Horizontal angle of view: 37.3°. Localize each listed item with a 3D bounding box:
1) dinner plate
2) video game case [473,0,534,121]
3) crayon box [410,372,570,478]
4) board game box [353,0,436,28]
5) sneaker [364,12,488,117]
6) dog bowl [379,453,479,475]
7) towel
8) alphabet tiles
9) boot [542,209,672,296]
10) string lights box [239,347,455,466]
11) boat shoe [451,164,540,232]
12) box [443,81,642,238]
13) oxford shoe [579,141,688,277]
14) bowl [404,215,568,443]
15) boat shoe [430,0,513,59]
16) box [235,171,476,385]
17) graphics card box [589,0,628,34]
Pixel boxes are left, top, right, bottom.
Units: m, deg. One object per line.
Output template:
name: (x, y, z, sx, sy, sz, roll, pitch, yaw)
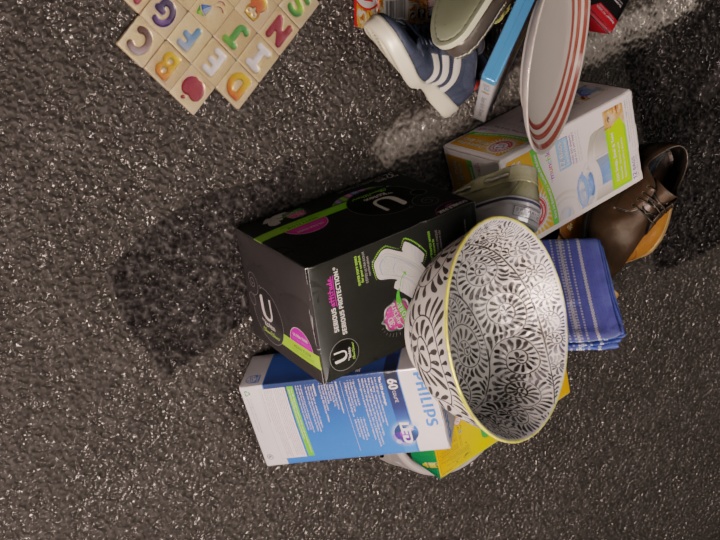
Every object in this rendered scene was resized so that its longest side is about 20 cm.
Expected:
dinner plate: (0.189, -0.217, 1.055, 0.200, 0.024, 0.203, 14, 90, -69)
video game case: (0.155, -0.236, 1.085, 0.018, 0.200, 0.145, 25, 89, 5)
crayon box: (0.137, 0.124, 1.182, 0.199, 0.058, 0.120, -28, 119, -24)
board game box: (0.065, -0.349, 1.058, 0.150, 0.046, 0.203, -13, 112, -30)
sneaker: (0.073, -0.221, 1.046, 0.084, 0.075, 0.200, -40, 161, 13)
dog bowl: (0.091, 0.143, 1.231, 0.198, 0.058, 0.203, -11, 112, -30)
towel: (0.180, 0.022, 1.163, 0.197, 0.146, 0.024, -1, 144, -4)
alphabet tiles: (-0.128, -0.253, 0.983, 0.166, 0.006, 0.201, 43, 80, -36)
boot: (0.292, -0.058, 1.296, 0.143, 0.071, 0.203, 35, 83, -33)
string lights box: (-0.011, 0.133, 1.081, 0.197, 0.059, 0.104, -8, 118, 15)
boat shoe: (0.126, -0.062, 1.107, 0.071, 0.199, 0.063, 21, 76, -25)
box: (0.205, -0.121, 1.195, 0.198, 0.101, 0.114, -28, 118, -24)
oxford shoe: (0.317, -0.073, 1.237, 0.072, 0.084, 0.201, 36, 73, -18)
bowl: (0.102, 0.056, 0.985, 0.199, 0.093, 0.204, 9, 78, -47)
boat shoe: (0.126, -0.275, 1.022, 0.061, 0.071, 0.203, 45, 56, -38)
box: (0.000, 0.000, 1.064, 0.198, 0.148, 0.126, -22, 118, -28)
graphics card box: (0.277, -0.385, 1.190, 0.125, 0.051, 0.202, 29, 89, -37)
